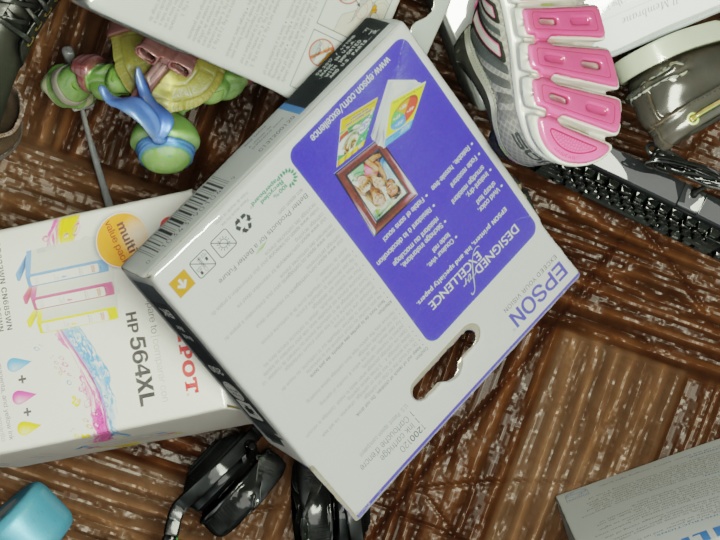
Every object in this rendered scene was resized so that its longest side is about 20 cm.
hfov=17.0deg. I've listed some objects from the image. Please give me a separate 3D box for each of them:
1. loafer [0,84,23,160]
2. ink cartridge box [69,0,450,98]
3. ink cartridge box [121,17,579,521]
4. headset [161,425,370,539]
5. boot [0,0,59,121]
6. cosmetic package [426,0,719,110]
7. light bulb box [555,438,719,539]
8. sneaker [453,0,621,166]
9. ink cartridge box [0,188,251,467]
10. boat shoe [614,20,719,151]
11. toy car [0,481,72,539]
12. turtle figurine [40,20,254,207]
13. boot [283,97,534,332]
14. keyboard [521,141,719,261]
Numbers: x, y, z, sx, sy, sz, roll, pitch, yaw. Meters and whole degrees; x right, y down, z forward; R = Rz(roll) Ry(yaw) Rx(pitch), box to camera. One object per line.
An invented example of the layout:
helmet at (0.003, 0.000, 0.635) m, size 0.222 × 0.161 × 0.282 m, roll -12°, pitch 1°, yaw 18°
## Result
loafer at (-0.272, -0.123, 1.385) m, size 0.199 × 0.073 × 0.071 m, roll 25°, pitch 136°, yaw -32°
ink cartridge box at (-0.041, -0.181, 1.301) m, size 0.199 × 0.050 × 0.163 m, roll 23°, pitch 92°, yaw -31°
ink cartridge box at (0.000, 0.000, 1.316) m, size 0.198 × 0.043 × 0.200 m, roll -46°, pitch 120°, yaw -14°
headset at (-0.048, 0.134, 1.458) m, size 0.123 × 0.094 × 0.201 m, roll 16°, pitch 82°, yaw -5°
boot at (-0.187, -0.153, 1.339) m, size 0.138 × 0.077 × 0.201 m, roll -14°, pitch 63°, yaw 36°
cosmetic package at (0.118, -0.226, 1.392) m, size 0.198 × 0.123 × 0.201 m, roll -22°, pitch 99°, yaw 1°
light bulb box at (0.212, 0.228, 1.431) m, size 0.124 × 0.200 × 0.199 m, roll -20°, pitch 100°, yaw 1°
sneaker at (0.087, -0.146, 1.308) m, size 0.073 × 0.087 × 0.201 m, roll -3°, pitch 80°, yaw -28°
ink cartridge box at (-0.138, 0.034, 1.390) m, size 0.199 × 0.125 × 0.129 m, roll -12°, pitch 82°, yaw 12°
boat shoe at (0.236, -0.118, 1.408) m, size 0.200 × 0.072 × 0.061 m, roll -17°, pitch 82°, yaw -31°
toy car at (-0.189, 0.255, 1.419) m, size 0.177 × 0.200 × 0.184 m, roll -41°, pitch 98°, yaw 4°
turtle figurine at (-0.111, -0.138, 1.423) m, size 0.143 × 0.200 × 0.195 m, roll -6°, pitch 75°, yaw 27°
boot at (0.031, -0.047, 1.411) m, size 0.150 × 0.073 × 0.201 m, roll -4°, pitch 92°, yaw -43°
keyboard at (0.192, -0.038, 1.427) m, size 0.199 × 0.127 × 0.021 m, roll 24°, pitch 73°, yaw -5°
